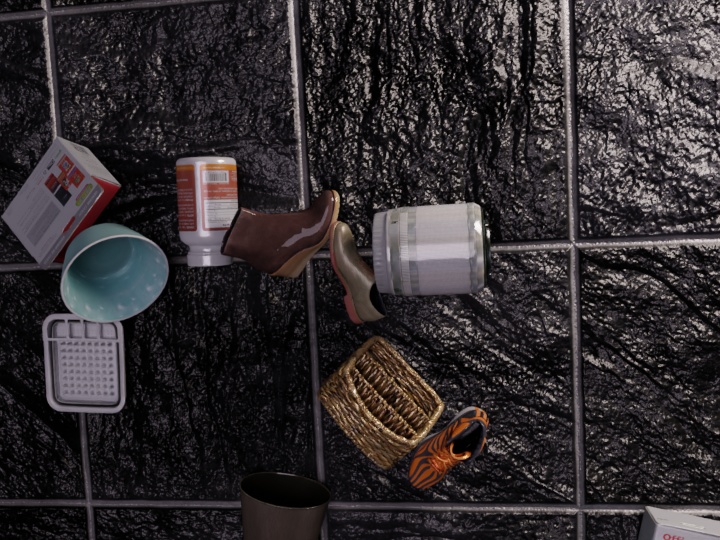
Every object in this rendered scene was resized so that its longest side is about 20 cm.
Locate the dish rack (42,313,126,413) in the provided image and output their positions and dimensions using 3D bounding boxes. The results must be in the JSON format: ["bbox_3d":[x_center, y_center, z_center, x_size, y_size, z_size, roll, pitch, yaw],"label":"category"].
[{"bbox_3d":[-0.550,0.184,1.474,0.171,0.044,0.201,0,95,7],"label":"dish rack"}]

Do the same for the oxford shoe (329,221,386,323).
[{"bbox_3d":[0.000,0.000,1.351,0.075,0.070,0.200,-8,108,33],"label":"oxford shoe"}]

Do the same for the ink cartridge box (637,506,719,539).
[{"bbox_3d":[0.579,0.548,1.322,0.144,0.085,0.200,10,98,7],"label":"ink cartridge box"}]

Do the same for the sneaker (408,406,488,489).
[{"bbox_3d":[0.157,0.338,1.350,0.078,0.112,0.200,40,99,3],"label":"sneaker"}]

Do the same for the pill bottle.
[{"bbox_3d":[-0.287,-0.111,1.373,0.112,0.112,0.201,0,96,8],"label":"pill bottle"}]

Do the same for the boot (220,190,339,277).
[{"bbox_3d":[-0.145,-0.083,1.339,0.166,0.072,0.200,22,108,-32],"label":"boot"}]

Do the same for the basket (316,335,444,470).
[{"bbox_3d":[0.038,0.241,1.343,0.149,0.143,0.200,-42,89,10],"label":"basket"}]

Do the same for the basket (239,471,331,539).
[{"bbox_3d":[-0.154,0.514,1.405,0.180,0.136,0.200,8,100,11],"label":"basket"}]

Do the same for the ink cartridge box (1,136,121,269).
[{"bbox_3d":[-0.565,-0.120,1.400,0.176,0.084,0.200,44,101,24],"label":"ink cartridge box"}]

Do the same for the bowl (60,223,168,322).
[{"bbox_3d":[-0.478,-0.011,1.387,0.201,0.201,0.105,-48,50,9],"label":"bowl"}]

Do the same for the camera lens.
[{"bbox_3d":[0.129,-0.036,1.295,0.200,0.160,0.160,-3,95,8],"label":"camera lens"}]
